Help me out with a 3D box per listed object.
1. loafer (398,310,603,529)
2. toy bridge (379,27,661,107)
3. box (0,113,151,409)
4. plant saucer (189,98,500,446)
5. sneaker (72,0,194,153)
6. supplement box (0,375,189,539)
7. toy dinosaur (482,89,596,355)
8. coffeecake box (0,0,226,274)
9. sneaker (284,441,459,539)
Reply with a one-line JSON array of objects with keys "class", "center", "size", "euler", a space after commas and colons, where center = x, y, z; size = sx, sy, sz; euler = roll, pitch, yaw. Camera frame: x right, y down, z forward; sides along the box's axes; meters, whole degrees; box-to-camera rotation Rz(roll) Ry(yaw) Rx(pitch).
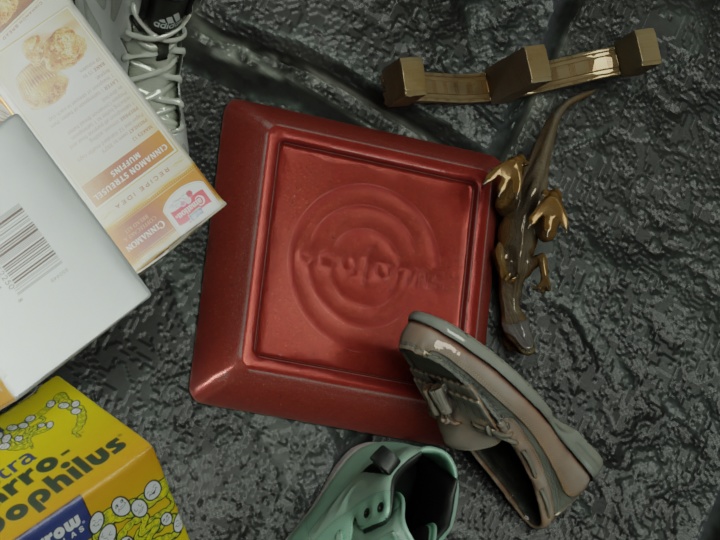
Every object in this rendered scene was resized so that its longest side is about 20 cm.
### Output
[{"class": "loafer", "center": [0.083, 0.099, 1.422], "size": [0.200, 0.072, 0.063], "euler": [42, 77, -41]}, {"class": "toy bridge", "center": [0.104, -0.130, 1.505], "size": [0.199, 0.067, 0.027], "euler": [-9, 83, -25]}, {"class": "box", "center": [-0.215, 0.009, 1.277], "size": [0.097, 0.200, 0.125], "euler": [-38, 94, -23]}, {"class": "plant saucer", "center": [0.000, 0.000, 1.456], "size": [0.199, 0.037, 0.201], "euler": [11, 75, -20]}, {"class": "sneaker", "center": [-0.136, -0.124, 1.382], "size": [0.075, 0.115, 0.202], "euler": [-8, 83, -23]}, {"class": "supplement box", "center": [-0.156, 0.181, 1.270], "size": [0.109, 0.109, 0.201], "euler": [-34, 126, -23]}, {"class": "toy dinosaur", "center": [0.110, -0.048, 1.493], "size": [0.060, 0.106, 0.201], "euler": [14, 78, 4]}, {"class": "coffeecake box", "center": [-0.182, -0.080, 1.306], "size": [0.073, 0.153, 0.200], "euler": [-39, 93, -23]}, {"class": "sneaker", "center": [-0.012, 0.186, 1.370], "size": [0.074, 0.118, 0.201], "euler": [34, 71, -14]}]
